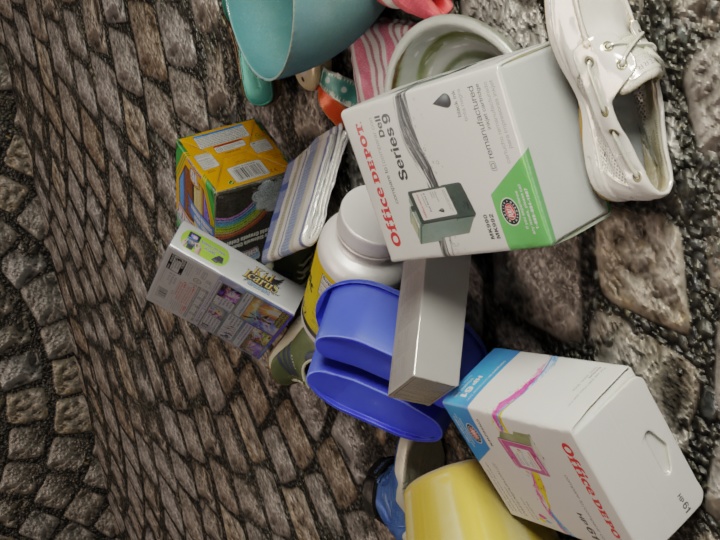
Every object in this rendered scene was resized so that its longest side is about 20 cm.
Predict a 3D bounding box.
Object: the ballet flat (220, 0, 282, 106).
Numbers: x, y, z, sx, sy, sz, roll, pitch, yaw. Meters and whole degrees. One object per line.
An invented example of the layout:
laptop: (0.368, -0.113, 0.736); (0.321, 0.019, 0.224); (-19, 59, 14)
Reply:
ballet flat: (-0.124, -0.301, 1.355); (0.073, 0.067, 0.202); (-65, -31, -58)

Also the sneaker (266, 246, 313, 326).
sneaker: (-0.082, 0.006, 1.491); (0.090, 0.067, 0.200); (48, 144, 6)

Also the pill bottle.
pill bottle: (0.000, 0.000, 1.254); (0.112, 0.110, 0.201); (57, 151, 27)

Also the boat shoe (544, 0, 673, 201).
boat shoe: (0.193, -0.147, 0.822); (0.069, 0.070, 0.202); (12, 126, 59)

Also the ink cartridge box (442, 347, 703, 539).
ink cartridge box: (0.182, 0.155, 0.985); (0.145, 0.084, 0.199); (57, 157, -16)

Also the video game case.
video game case: (-0.181, 0.031, 1.477); (0.180, 0.046, 0.200); (30, 153, -7)

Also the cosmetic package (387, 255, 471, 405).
cosmetic package: (0.071, 0.021, 1.081); (0.083, 0.050, 0.203); (134, 147, -64)

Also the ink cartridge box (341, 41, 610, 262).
ink cartridge box: (0.091, -0.092, 0.930); (0.199, 0.084, 0.148); (-7, 106, 52)

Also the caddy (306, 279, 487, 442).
caddy: (0.037, 0.088, 1.183); (0.198, 0.106, 0.142); (23, 140, 6)

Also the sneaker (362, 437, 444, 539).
sneaker: (0.045, 0.250, 1.371); (0.111, 0.076, 0.202); (30, 140, 41)

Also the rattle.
rattle: (-0.088, -0.249, 1.240); (0.129, 0.142, 0.203); (-10, 93, 46)

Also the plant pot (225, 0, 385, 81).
plant pot: (-0.044, -0.297, 1.100); (0.200, 0.133, 0.203); (168, 90, -68)

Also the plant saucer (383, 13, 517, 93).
plant saucer: (0.104, -0.132, 1.002); (0.199, 0.050, 0.203); (29, 132, 38)

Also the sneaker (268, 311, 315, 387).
sneaker: (-0.072, 0.131, 1.517); (0.091, 0.066, 0.201); (66, 152, 22)

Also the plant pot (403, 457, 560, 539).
plant pot: (0.128, 0.300, 1.133); (0.201, 0.198, 0.191); (117, 145, -56)

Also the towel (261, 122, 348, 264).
towel: (-0.069, -0.084, 1.334); (0.200, 0.024, 0.149); (161, 127, -69)

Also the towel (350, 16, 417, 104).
towel: (0.042, -0.180, 1.138); (0.199, 0.030, 0.148); (28, 131, 54)

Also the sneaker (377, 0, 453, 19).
sneaker: (0.062, -0.312, 0.987); (0.087, 0.073, 0.202); (38, 146, 30)

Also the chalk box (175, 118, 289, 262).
chalk box: (-0.175, -0.082, 1.534); (0.124, 0.124, 0.202); (52, 147, 34)
